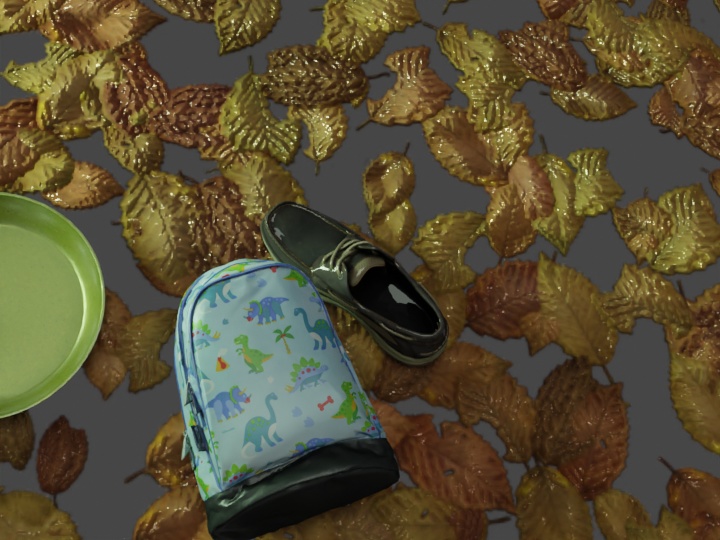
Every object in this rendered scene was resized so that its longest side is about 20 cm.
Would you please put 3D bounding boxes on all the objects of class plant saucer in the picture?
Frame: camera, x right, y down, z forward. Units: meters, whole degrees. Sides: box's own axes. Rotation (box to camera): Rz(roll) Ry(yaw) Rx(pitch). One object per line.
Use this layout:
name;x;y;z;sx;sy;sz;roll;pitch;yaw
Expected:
plant saucer;-0.314;0.031;0.820;0.199;0.031;0.201;3;68;-9

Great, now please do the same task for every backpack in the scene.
backpack;-0.073;0.090;0.788;0.163;0.154;0.201;-15;59;-8

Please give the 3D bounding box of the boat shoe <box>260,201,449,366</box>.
boat shoe;0.000;0.000;0.859;0.200;0.073;0.075;36;67;6
